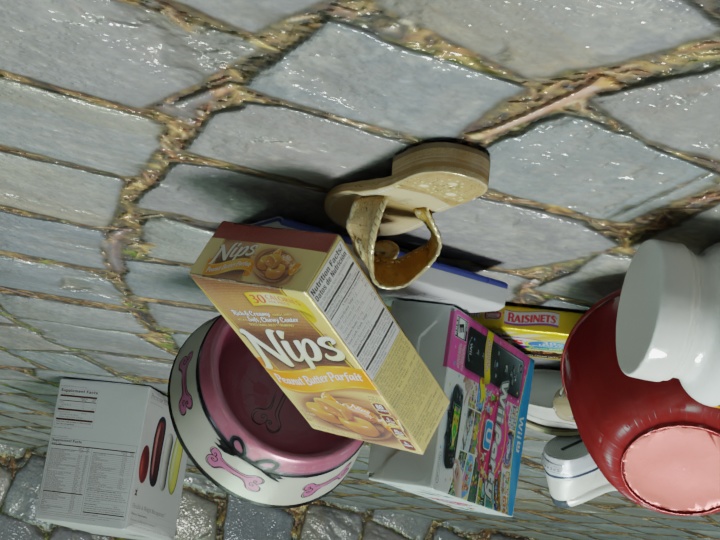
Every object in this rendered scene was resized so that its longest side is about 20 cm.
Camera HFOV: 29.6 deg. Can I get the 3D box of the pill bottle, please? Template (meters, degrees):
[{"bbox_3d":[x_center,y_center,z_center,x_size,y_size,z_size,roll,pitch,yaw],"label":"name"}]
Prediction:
[{"bbox_3d":[0.284,0.043,0.935,0.197,0.118,0.116,10,165,-5],"label":"pill bottle"}]

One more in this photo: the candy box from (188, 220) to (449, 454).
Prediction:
[{"bbox_3d":[-0.027,0.051,1.008,0.114,0.056,0.201,7,146,38],"label":"candy box"}]

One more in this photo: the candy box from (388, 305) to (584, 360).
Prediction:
[{"bbox_3d":[0.121,0.054,1.237,0.197,0.027,0.102,6,162,9],"label":"candy box"}]

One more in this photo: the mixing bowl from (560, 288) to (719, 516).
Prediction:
[{"bbox_3d":[0.251,0.117,1.058,0.197,0.109,0.202,7,130,8],"label":"mixing bowl"}]

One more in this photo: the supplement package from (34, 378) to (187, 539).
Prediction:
[{"bbox_3d":[-0.352,0.280,1.984,0.145,0.203,0.191,4,165,15],"label":"supplement package"}]

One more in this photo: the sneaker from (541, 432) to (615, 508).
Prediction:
[{"bbox_3d":[0.271,0.188,1.423,0.198,0.072,0.073,-16,-152,-23],"label":"sneaker"}]

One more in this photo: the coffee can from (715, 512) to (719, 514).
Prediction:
[{"bbox_3d":[0.363,0.153,1.233,0.197,0.148,0.146,9,165,-3],"label":"coffee can"}]

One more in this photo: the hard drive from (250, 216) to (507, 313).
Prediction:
[{"bbox_3d":[0.000,0.000,1.088,0.198,0.026,0.132,15,170,-24],"label":"hard drive"}]

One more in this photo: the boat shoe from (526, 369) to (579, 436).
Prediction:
[{"bbox_3d":[0.231,0.126,1.375,0.198,0.075,0.069,8,139,29],"label":"boat shoe"}]

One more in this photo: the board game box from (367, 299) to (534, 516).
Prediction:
[{"bbox_3d":[0.082,0.123,1.166,0.063,0.150,0.200,4,167,26],"label":"board game box"}]

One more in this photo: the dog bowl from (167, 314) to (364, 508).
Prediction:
[{"bbox_3d":[-0.073,0.112,1.260,0.198,0.202,0.074,14,146,-21],"label":"dog bowl"}]

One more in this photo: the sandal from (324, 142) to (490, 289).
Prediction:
[{"bbox_3d":[0.023,-0.024,0.925,0.077,0.071,0.211,13,164,-18],"label":"sandal"}]
